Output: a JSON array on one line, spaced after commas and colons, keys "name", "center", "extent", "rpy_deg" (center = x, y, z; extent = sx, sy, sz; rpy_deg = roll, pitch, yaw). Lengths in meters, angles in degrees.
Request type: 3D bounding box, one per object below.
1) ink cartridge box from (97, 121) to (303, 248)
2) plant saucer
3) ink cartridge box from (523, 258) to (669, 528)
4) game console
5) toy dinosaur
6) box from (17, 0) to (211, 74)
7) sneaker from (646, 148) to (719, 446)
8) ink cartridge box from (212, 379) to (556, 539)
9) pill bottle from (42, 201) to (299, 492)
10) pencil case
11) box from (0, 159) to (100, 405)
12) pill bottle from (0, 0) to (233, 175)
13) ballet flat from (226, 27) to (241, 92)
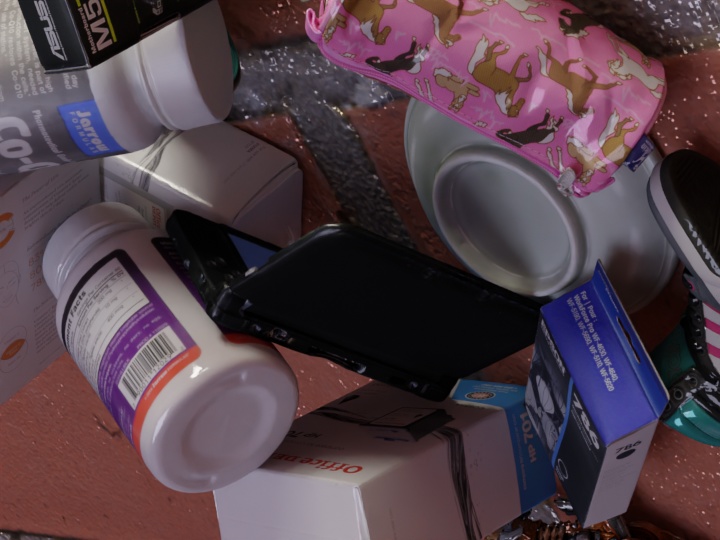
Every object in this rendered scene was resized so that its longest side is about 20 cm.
[{"name": "ink cartridge box", "center": [-0.146, -0.049, 1.292], "extent": [0.199, 0.083, 0.147], "rpy_deg": [28, 140, 22]}, {"name": "plant saucer", "center": [0.100, -0.040, 1.088], "extent": [0.199, 0.050, 0.201], "rpy_deg": [26, 140, 24]}, {"name": "ink cartridge box", "center": [0.142, 0.082, 1.098], "extent": [0.201, 0.039, 0.100], "rpy_deg": [90, 159, -62]}, {"name": "game console", "center": [0.000, 0.000, 1.138], "extent": [0.199, 0.117, 0.176], "rpy_deg": [23, -159, -35]}, {"name": "toy dinosaur", "center": [0.185, 0.223, 1.232], "extent": [0.199, 0.102, 0.137], "rpy_deg": [17, 123, 38]}, {"name": "box", "center": [-0.131, -0.237, 0.975], "extent": [0.047, 0.193, 0.202], "rpy_deg": [2, 119, 42]}, {"name": "sneaker", "center": [0.203, 0.029, 1.033], "extent": [0.120, 0.084, 0.201], "rpy_deg": [-27, 106, 43]}, {"name": "ink cartridge box", "center": [0.017, 0.143, 1.210], "extent": [0.146, 0.199, 0.087], "rpy_deg": [3, 106, 42]}, {"name": "pill bottle", "center": [-0.134, 0.043, 1.167], "extent": [0.200, 0.111, 0.112], "rpy_deg": [48, 153, 40]}, {"name": "pencil case", "center": [0.069, -0.118, 0.964], "extent": [0.199, 0.087, 0.083], "rpy_deg": [28, 134, -9]}, {"name": "box", "center": [-0.259, -0.022, 1.253], "extent": [0.097, 0.124, 0.201], "rpy_deg": [31, 141, 22]}, {"name": "pill bottle", "center": [-0.187, -0.123, 1.100], "extent": [0.198, 0.114, 0.115], "rpy_deg": [-9, 124, 14]}, {"name": "ballet flat", "center": [-0.155, -0.188, 1.182], "extent": [0.201, 0.069, 0.069], "rpy_deg": [53, 144, 2]}]
